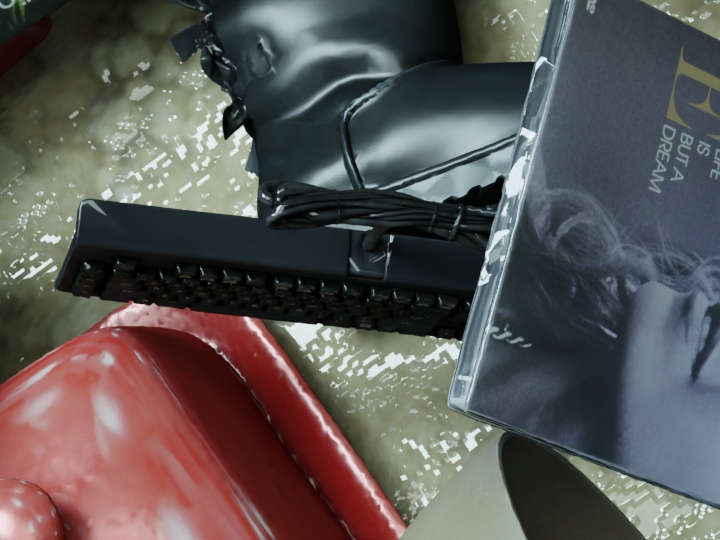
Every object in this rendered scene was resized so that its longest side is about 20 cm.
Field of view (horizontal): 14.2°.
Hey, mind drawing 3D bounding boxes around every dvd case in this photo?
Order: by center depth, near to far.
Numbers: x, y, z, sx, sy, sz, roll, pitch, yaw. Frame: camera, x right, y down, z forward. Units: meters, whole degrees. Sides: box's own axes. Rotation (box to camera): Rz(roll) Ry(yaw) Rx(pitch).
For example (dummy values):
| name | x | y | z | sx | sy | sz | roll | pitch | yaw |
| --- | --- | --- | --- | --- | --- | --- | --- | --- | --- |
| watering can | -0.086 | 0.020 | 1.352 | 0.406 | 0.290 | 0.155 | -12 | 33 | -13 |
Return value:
| name | x | y | z | sx | sy | sz | roll | pitch | yaw |
| --- | --- | --- | --- | --- | --- | --- | --- | --- | --- |
| dvd case | 0.126 | 0.004 | 0.970 | 0.016 | 0.200 | 0.149 | 0 | 72 | 55 |

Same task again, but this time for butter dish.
| name | x | y | z | sx | sy | sz | roll | pitch | yaw |
| --- | --- | --- | --- | --- | --- | --- | --- | --- | --- |
| butter dish | -0.100 | 0.109 | 1.034 | 0.199 | 0.148 | 0.200 | -38 | 66 | 5 |

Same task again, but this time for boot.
| name | x | y | z | sx | sy | sz | roll | pitch | yaw |
| --- | --- | --- | --- | --- | --- | --- | --- | --- | --- |
| boot | 0.029 | -0.085 | 1.089 | 0.198 | 0.073 | 0.163 | -19 | 64 | 12 |

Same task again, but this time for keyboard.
| name | x | y | z | sx | sy | sz | roll | pitch | yaw |
| --- | --- | --- | --- | --- | --- | --- | --- | --- | --- |
| keyboard | 0.000 | 0.000 | 0.997 | 0.200 | 0.127 | 0.021 | 6 | 68 | -11 |

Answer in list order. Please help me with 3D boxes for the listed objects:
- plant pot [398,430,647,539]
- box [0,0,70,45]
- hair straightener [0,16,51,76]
| name | x | y | z | sx | sy | sz | roll | pitch | yaw |
| --- | --- | --- | --- | --- | --- | --- | --- | --- | --- |
| plant pot | 0.055 | 0.172 | 0.938 | 0.134 | 0.200 | 0.200 | -38 | 66 | 11 |
| box | -0.149 | -0.147 | 1.147 | 0.200 | 0.036 | 0.144 | -33 | 41 | 5 |
| hair straightener | -0.220 | -0.063 | 1.190 | 0.200 | 0.041 | 0.077 | -43 | 60 | 9 |
